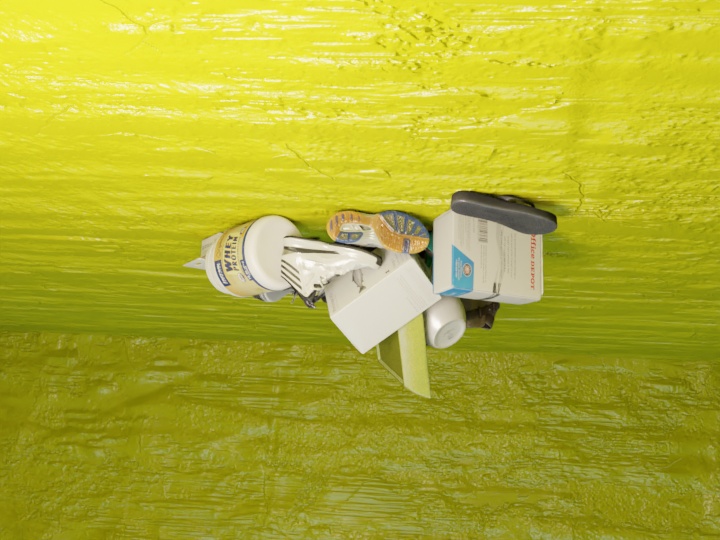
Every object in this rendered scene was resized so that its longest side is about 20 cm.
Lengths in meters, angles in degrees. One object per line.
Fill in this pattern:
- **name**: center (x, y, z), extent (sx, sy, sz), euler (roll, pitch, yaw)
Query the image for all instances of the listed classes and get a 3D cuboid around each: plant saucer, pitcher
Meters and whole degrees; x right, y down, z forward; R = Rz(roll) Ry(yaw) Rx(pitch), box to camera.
- **plant saucer**: center (0.076, 0.149, 1.650), extent (0.047, 0.205, 0.199), euler (-14, -159, -19)
- **pitcher**: center (0.161, 0.052, 1.663), extent (0.170, 0.201, 0.122), euler (-34, 139, 0)

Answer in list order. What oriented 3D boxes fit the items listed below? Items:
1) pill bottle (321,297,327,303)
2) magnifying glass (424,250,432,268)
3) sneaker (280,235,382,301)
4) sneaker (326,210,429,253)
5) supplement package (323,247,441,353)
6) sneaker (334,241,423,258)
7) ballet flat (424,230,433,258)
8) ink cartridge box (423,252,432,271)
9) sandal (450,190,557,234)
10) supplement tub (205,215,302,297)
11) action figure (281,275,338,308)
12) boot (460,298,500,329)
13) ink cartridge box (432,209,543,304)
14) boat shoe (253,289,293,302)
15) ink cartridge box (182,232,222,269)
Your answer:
- **pill bottle**: center (0.002, 0.050, 1.956), extent (0.196, 0.115, 0.111), euler (9, 167, -29)
- **magnifying glass**: center (0.066, -0.050, 1.601), extent (0.197, 0.082, 0.022), euler (22, 165, -28)
- **sneaker**: center (-0.060, 0.005, 1.502), extent (0.195, 0.119, 0.076), euler (9, 180, 2)
- **sneaker**: center (0.035, -0.077, 1.493), extent (0.195, 0.077, 0.088), euler (11, 178, 2)
- **supplement package**: center (0.041, 0.044, 1.551), extent (0.198, 0.118, 0.118), euler (-36, 120, 10)
- **sneaker**: center (0.030, -0.033, 1.646), extent (0.196, 0.083, 0.086), euler (10, 168, -26)
- **ballet flat**: center (0.206, -0.041, 1.596), extent (0.195, 0.075, 0.073), euler (5, 168, -18)
- **ink cartridge box**: center (0.109, 0.062, 1.764), extent (0.158, 0.205, 0.050), euler (-2, 159, 21)
- **sandal**: center (0.253, -0.109, 1.351), extent (0.195, 0.044, 0.076), euler (15, 159, -9)
- **supplement tub**: center (-0.217, -0.024, 1.587), extent (0.142, 0.148, 0.198), euler (12, 164, -38)
- **action figure**: center (-0.101, 0.011, 1.758), extent (0.119, 0.103, 0.199), euler (42, -155, 10)
- **boot**: center (0.257, 0.063, 1.863), extent (0.196, 0.150, 0.070), euler (11, 167, -33)
- **ink cartridge box**: center (0.240, -0.022, 1.475), extent (0.195, 0.151, 0.086), euler (8, 166, -23)
- **boat shoe**: center (-0.174, 0.025, 1.852), extent (0.067, 0.075, 0.198), euler (-4, -158, 44)
- **ink cartridge box**: center (-0.284, -0.034, 1.740), extent (0.196, 0.070, 0.114), euler (10, 167, -31)
